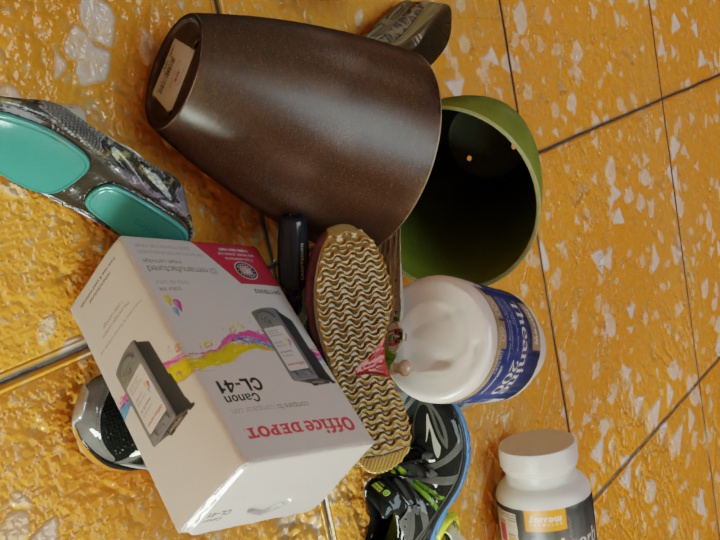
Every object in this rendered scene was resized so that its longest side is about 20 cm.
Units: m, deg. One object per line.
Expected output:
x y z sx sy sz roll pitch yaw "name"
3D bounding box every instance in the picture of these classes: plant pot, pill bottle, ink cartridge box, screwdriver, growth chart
-0.068 -0.127 0.798 0.198 0.186 0.190 17 75 -35 "plant pot"
0.108 0.069 0.921 0.199 0.109 0.113 13 78 -61 "pill bottle"
0.224 0.302 1.168 0.116 0.115 0.203 -19 103 -50 "pill bottle"
-0.102 0.077 0.716 0.147 0.086 0.201 4 43 -53 "ink cartridge box"
0.114 -0.106 1.021 0.200 0.185 0.190 -51 127 -58 "plant pot"
-0.055 0.052 0.798 0.029 0.027 0.203 -39 133 -66 "screwdriver"
0.000 0.000 0.878 0.018 0.144 0.203 3 78 -31 "growth chart"

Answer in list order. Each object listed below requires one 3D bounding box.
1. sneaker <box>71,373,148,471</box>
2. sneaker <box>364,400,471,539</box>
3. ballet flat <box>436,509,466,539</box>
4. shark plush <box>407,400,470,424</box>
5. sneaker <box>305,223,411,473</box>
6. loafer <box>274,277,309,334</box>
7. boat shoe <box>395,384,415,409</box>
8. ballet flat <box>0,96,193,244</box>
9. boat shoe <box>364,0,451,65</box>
-0.135 0.130 0.760 0.199 0.076 0.079 31 66 -44 "sneaker"
0.050 0.214 0.967 0.082 0.070 0.202 15 97 -38 "sneaker"
0.103 0.339 1.053 0.067 0.066 0.203 -38 117 -46 "ballet flat"
0.071 0.125 1.057 0.199 0.091 0.084 -29 91 -26 "shark plush"
-0.016 0.063 0.800 0.074 0.090 0.203 -10 96 -26 "sneaker"
-0.057 0.108 0.863 0.076 0.067 0.203 -7 93 -51 "loafer"
0.016 0.116 0.962 0.200 0.063 0.071 -37 151 -51 "boat shoe"
-0.202 -0.079 0.706 0.200 0.071 0.073 36 61 -45 "ballet flat"
0.023 -0.216 0.995 0.200 0.062 0.074 -46 148 -39 "boat shoe"
